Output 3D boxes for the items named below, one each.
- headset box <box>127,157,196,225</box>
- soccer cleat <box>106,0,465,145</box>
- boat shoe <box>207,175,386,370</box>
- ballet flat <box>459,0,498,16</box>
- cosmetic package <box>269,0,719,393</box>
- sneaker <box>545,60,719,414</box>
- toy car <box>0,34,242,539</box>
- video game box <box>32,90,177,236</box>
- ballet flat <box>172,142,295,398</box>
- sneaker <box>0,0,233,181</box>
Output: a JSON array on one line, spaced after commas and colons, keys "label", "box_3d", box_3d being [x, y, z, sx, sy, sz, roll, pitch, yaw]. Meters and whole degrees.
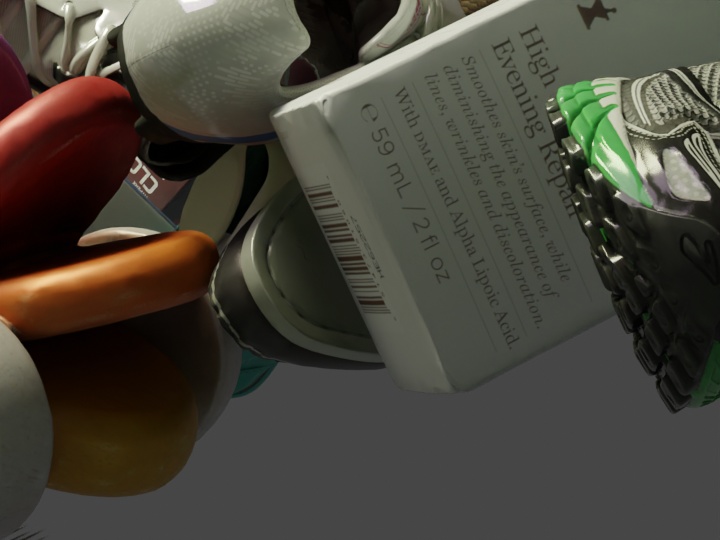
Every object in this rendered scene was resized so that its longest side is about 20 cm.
[{"label": "headset box", "box_3d": [-0.035, -0.099, 1.149, 0.200, 0.077, 0.149, -45, -18, 22]}, {"label": "soccer cleat", "box_3d": [0.001, -0.078, 0.836, 0.086, 0.070, 0.200, -20, -3, 33]}, {"label": "boat shoe", "box_3d": [0.000, 0.000, 0.853, 0.060, 0.072, 0.201, -26, -3, 29]}, {"label": "ballet flat", "box_3d": [0.009, -0.083, 1.057, 0.200, 0.047, 0.067, -29, 0, -32]}, {"label": "cosmetic package", "box_3d": [0.084, -0.048, 0.766, 0.199, 0.102, 0.074, -28, 7, -14]}, {"label": "sneaker", "box_3d": [0.102, -0.026, 0.589, 0.085, 0.078, 0.200, -22, 6, 22]}, {"label": "toy car", "box_3d": [-0.136, -0.009, 0.825, 0.199, 0.151, 0.175, 22, 21, 22]}, {"label": "video game box", "box_3d": [-0.132, -0.032, 1.039, 0.047, 0.200, 0.182, -47, 10, -10]}, {"label": "ballet flat", "box_3d": [-0.019, -0.045, 0.944, 0.067, 0.070, 0.200, 19, 66, 31]}, {"label": "sneaker", "box_3d": [-0.112, -0.090, 0.887, 0.199, 0.076, 0.116, -3, 42, -18]}]
